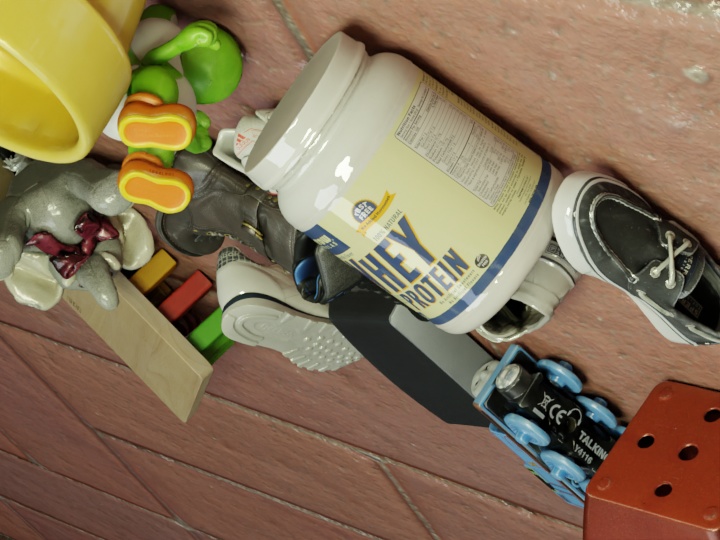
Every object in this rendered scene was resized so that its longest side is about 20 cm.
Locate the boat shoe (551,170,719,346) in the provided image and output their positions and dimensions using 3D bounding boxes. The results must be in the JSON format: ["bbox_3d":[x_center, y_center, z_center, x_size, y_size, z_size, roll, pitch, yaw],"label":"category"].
[{"bbox_3d":[0.214,-0.004,1.454,0.068,0.072,0.200,9,154,49],"label":"boat shoe"}]

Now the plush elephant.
[{"bbox_3d":[-0.279,-0.028,1.974,0.155,0.164,0.200,60,176,-31],"label":"plush elephant"}]

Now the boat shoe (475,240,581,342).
[{"bbox_3d":[0.118,0.027,1.670,0.072,0.066,0.200,35,160,-15],"label":"boat shoe"}]

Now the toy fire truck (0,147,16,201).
[{"bbox_3d":[-0.420,-0.083,2.124,0.199,0.129,0.176,6,151,28],"label":"toy fire truck"}]

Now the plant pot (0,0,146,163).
[{"bbox_3d":[-0.228,-0.208,1.418,0.200,0.190,0.201,26,159,11],"label":"plant pot"}]

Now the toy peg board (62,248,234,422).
[{"bbox_3d":[-0.213,0.038,2.162,0.199,0.098,0.200,45,160,5],"label":"toy peg board"}]

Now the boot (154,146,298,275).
[{"bbox_3d":[-0.100,-0.034,1.797,0.174,0.069,0.200,33,160,20],"label":"boot"}]

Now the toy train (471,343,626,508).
[{"bbox_3d":[0.179,0.147,1.849,0.200,0.087,0.114,41,164,-26],"label":"toy train"}]

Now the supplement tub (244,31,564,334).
[{"bbox_3d":[0.031,-0.064,1.460,0.199,0.146,0.145,34,160,-12],"label":"supplement tub"}]

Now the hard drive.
[{"bbox_3d":[0.065,0.084,1.916,0.200,0.042,0.134,42,157,-29],"label":"hard drive"}]

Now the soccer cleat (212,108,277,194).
[{"bbox_3d":[-0.054,-0.098,1.609,0.085,0.069,0.200,22,169,-21],"label":"soccer cleat"}]

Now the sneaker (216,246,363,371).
[{"bbox_3d":[-0.061,0.037,1.955,0.076,0.081,0.200,-34,143,23],"label":"sneaker"}]

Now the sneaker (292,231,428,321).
[{"bbox_3d":[0.000,0.000,1.689,0.073,0.112,0.200,42,166,37],"label":"sneaker"}]

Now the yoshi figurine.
[{"bbox_3d":[-0.132,-0.134,1.525,0.112,0.201,0.112,-31,123,19],"label":"yoshi figurine"}]

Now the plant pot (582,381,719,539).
[{"bbox_3d":[0.297,0.208,1.696,0.199,0.200,0.177,12,141,41],"label":"plant pot"}]
